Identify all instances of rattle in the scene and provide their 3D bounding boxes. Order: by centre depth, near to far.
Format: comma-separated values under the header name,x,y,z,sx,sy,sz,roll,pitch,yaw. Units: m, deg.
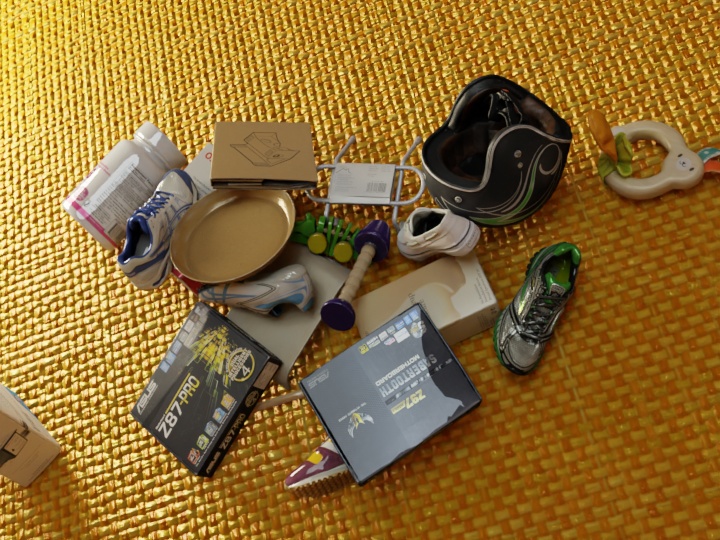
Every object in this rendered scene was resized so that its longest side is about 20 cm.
name,x,y,z,sx,sy,sz,roll,pitch,yaw
rattle,0.429,-0.179,1.360,0.197,0.145,0.131,13,50,29

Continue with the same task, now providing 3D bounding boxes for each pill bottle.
name,x,y,z,sx,sy,sz,roll,pitch,yaw
pill bottle,-0.388,-0.142,1.613,0.113,0.114,0.201,36,79,29

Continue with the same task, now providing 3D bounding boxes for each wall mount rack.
name,x,y,z,sx,sy,sz,roll,pitch,yaw
wall mount rack,0.018,-0.147,1.513,0.196,0.075,0.177,4,70,19

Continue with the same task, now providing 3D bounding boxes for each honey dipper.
name,x,y,z,sx,sy,sz,roll,pitch,yaw
honey dipper,-0.086,0.177,1.409,0.196,0.038,0.039,-18,60,13

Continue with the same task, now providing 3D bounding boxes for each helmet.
name,x,y,z,sx,sy,sz,roll,pitch,yaw
helmet,0.189,-0.156,1.389,0.201,0.198,0.192,53,123,30

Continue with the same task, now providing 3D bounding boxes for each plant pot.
name,x,y,z,sx,sy,sz,roll,pitch,yaw
plant pot,-0.185,-0.053,1.435,0.196,0.028,0.203,-11,48,12

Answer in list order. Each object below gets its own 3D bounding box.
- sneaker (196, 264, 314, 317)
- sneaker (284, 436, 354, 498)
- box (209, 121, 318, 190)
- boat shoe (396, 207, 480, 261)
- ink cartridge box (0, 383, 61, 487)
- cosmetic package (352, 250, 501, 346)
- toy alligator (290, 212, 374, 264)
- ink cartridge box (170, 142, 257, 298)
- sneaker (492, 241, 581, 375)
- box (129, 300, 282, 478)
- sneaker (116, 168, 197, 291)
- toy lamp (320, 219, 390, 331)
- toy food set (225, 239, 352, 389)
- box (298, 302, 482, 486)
name,x,y,z,sx,sy,sz,roll,pitch,yaw
sneaker,-0.157,0.036,1.424,0.196,0.072,0.074,-5,104,29
sneaker,-0.021,0.238,1.337,0.197,0.075,0.091,-24,62,-5
box,-0.151,-0.182,1.520,0.159,0.022,0.201,0,33,-6
boat shoe,0.097,-0.062,1.384,0.074,0.066,0.199,-59,22,-17
ink cartridge box,-0.556,0.219,1.440,0.146,0.201,0.086,38,79,29
cosmetic package,0.093,0.059,1.385,0.197,0.071,0.107,-26,60,4
toy alligator,-0.065,-0.061,1.469,0.196,0.059,0.055,19,108,-1
ink cartridge box,-0.248,-0.082,1.555,0.144,0.084,0.201,36,80,29
sneaker,0.241,0.046,1.324,0.077,0.085,0.203,24,73,-3
box,-0.227,0.172,1.424,0.160,0.049,0.202,34,92,31
sneaker,-0.307,-0.074,1.472,0.074,0.088,0.204,3,65,22
toy lamp,0.000,0.000,1.389,0.057,0.059,0.202,4,42,19
toy food set,-0.108,0.059,1.465,0.142,0.060,0.202,30,85,27
box,0.039,0.163,1.288,0.198,0.051,0.159,-32,74,-5
